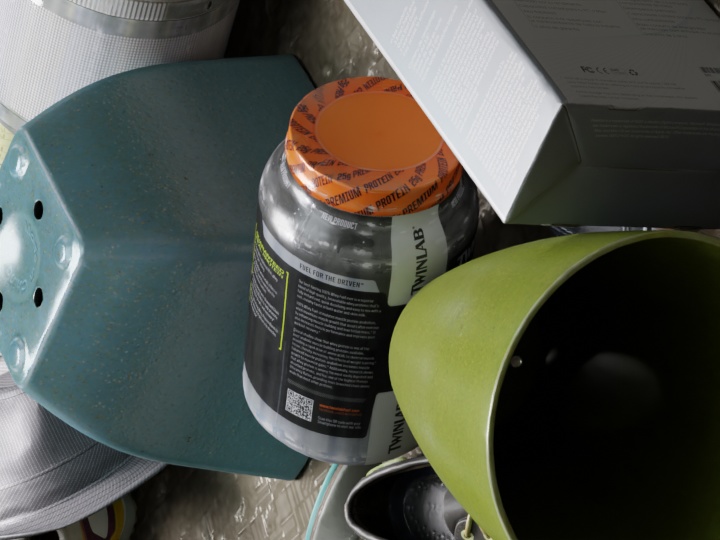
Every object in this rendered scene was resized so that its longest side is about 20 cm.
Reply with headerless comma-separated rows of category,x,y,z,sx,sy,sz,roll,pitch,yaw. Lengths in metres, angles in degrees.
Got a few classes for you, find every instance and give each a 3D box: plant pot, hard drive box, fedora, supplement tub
plant pot,-0.123,-0.006,1.756,0.197,0.199,0.196,58,133,38
hard drive box,0.103,-0.112,1.471,0.200,0.155,0.077,58,134,40
fedora,-0.220,0.103,1.900,0.200,0.176,0.091,-1,116,57
supplement tub,0.000,0.000,1.600,0.201,0.122,0.123,97,150,-43
plant pot,0.099,0.061,1.464,0.200,0.186,0.188,18,103,63

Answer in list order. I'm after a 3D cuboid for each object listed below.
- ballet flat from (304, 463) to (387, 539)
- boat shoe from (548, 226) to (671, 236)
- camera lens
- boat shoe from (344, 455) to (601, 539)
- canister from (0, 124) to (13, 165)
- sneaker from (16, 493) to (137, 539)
ballet flat,-0.008,0.196,1.713,0.064,0.067,0.201,30,117,22
boat shoe,0.097,-0.061,1.552,0.200,0.067,0.072,55,131,42
camera lens,-0.156,-0.179,1.824,0.160,0.159,0.201,60,145,38
boat shoe,0.067,0.133,1.592,0.201,0.060,0.072,-11,79,55
canister,-0.255,-0.110,2.054,0.148,0.086,0.201,23,106,55
sneaker,-0.223,0.227,1.971,0.075,0.090,0.201,30,115,29
